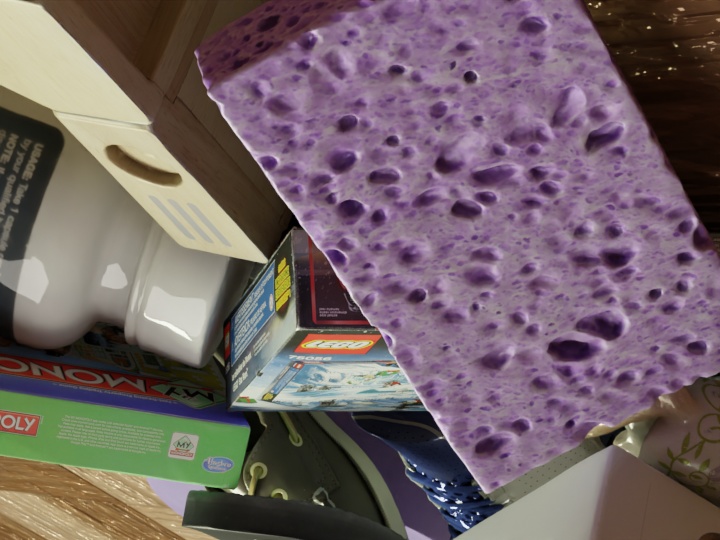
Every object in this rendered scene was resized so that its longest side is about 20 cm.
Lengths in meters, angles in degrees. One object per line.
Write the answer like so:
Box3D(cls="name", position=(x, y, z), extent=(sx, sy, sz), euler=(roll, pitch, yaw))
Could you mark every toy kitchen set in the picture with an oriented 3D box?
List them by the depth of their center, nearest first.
Box3D(cls="toy kitchen set", position=(-0.151, -0.056, 0.855), extent=(0.200, 0.163, 0.180), euler=(11, 159, 30))

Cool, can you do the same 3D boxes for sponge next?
Box3D(cls="sponge", position=(0.043, -0.022, 0.784), extent=(0.112, 0.030, 0.200), euler=(-28, 128, 9))

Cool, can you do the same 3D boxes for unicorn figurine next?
Box3D(cls="unicorn figurine", position=(0.161, 0.082, 0.906), extent=(0.200, 0.074, 0.137), euler=(15, 150, -25))

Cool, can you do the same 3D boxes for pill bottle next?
Box3D(cls="pill bottle", position=(-0.139, -0.037, 0.958), extent=(0.200, 0.120, 0.120), euler=(21, 161, 4))

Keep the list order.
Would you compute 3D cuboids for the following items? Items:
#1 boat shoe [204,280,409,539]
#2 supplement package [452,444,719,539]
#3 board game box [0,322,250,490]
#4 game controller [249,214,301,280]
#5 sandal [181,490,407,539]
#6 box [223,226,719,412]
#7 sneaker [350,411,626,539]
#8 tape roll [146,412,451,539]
Box3D(cls="boat shoe", position=(-0.045, 0.083, 1.101), extent=(0.072, 0.060, 0.202), euler=(-46, 69, 43))
Box3D(cls="supplement package", position=(0.126, 0.171, 0.894), extent=(0.200, 0.114, 0.110), euler=(31, 140, -19))
Box3D(cls="board game box", position=(-0.154, 0.036, 0.975), extent=(0.200, 0.029, 0.135), euler=(10, -166, -17))
Box3D(cls="game controller", position=(0.000, 0.000, 1.050), extent=(0.200, 0.042, 0.104), euler=(19, 176, 8))
Box3D(cls="sandal", position=(0.006, 0.139, 1.002), extent=(0.076, 0.043, 0.200), euler=(-3, 151, 44))
Box3D(cls="box", position=(0.058, 0.020, 0.910), extent=(0.200, 0.040, 0.137), euler=(1, 165, -14))
Box3D(cls="sneaker", position=(0.067, 0.107, 1.071), extent=(0.081, 0.115, 0.199), euler=(13, 174, 37))
Box3D(cls="tape roll", position=(-0.002, 0.102, 1.242), extent=(0.200, 0.085, 0.200), euler=(19, 160, 7))
